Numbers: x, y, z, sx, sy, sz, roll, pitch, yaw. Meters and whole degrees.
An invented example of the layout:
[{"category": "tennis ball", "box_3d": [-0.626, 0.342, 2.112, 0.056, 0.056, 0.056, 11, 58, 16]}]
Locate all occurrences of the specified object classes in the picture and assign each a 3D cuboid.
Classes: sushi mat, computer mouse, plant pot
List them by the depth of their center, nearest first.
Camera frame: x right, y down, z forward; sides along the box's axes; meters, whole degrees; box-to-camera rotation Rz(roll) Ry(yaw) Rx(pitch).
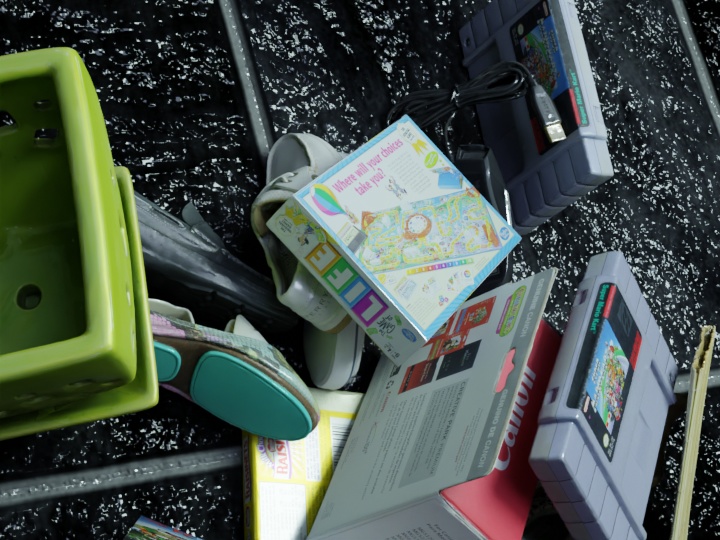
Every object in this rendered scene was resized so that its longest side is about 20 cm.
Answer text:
[{"category": "plant pot", "box_3d": [-0.232, 0.004, 0.943, 0.199, 0.182, 0.200, -12, 70, 4]}, {"category": "sushi mat", "box_3d": [0.253, 0.151, 1.179, 0.012, 0.201, 0.096, 9, 19, 16]}, {"category": "computer mouse", "box_3d": [0.110, -0.069, 1.237, 0.046, 0.140, 0.201, 30, 41, -62]}]

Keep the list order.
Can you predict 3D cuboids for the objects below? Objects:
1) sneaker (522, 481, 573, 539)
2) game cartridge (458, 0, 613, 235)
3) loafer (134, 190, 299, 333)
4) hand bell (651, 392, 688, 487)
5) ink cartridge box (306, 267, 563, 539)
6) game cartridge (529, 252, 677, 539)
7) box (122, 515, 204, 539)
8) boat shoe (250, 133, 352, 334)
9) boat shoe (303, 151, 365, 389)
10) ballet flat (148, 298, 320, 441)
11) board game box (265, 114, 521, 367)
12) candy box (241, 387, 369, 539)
[{"category": "sneaker", "box_3d": [0.089, 0.220, 1.079, 0.200, 0.089, 0.077, -44, 83, -9]}, {"category": "game cartridge", "box_3d": [0.144, -0.146, 1.278, 0.038, 0.130, 0.201, 1, 67, -28]}, {"category": "loafer", "box_3d": [-0.129, -0.016, 1.103, 0.200, 0.068, 0.071, 26, 65, -14]}, {"category": "hand bell", "box_3d": [0.210, 0.200, 1.196, 0.104, 0.104, 0.201, 7, 76, -26]}, {"category": "ink cartridge box", "box_3d": [0.076, 0.115, 1.068, 0.084, 0.175, 0.200, 44, 45, -21]}, {"category": "game cartridge", "box_3d": [0.175, 0.097, 1.063, 0.130, 0.038, 0.200, 62, 35, -34]}, {"category": "box", "box_3d": [-0.060, 0.215, 0.966, 0.199, 0.137, 0.038, 22, 86, -2]}, {"category": "boat shoe", "box_3d": [-0.047, -0.042, 1.122, 0.069, 0.071, 0.200, 24, 30, -32]}, {"category": "boat shoe", "box_3d": [0.000, 0.000, 1.165, 0.065, 0.074, 0.201, 14, 62, -20]}, {"category": "ballet flat", "box_3d": [-0.118, 0.056, 1.071, 0.199, 0.069, 0.071, 19, 38, -8]}, {"category": "board game box", "box_3d": [0.030, -0.028, 1.105, 0.135, 0.034, 0.200, 48, 33, 1]}, {"category": "candy box", "box_3d": [-0.034, 0.181, 1.092, 0.102, 0.026, 0.201, 8, 64, -23]}]
